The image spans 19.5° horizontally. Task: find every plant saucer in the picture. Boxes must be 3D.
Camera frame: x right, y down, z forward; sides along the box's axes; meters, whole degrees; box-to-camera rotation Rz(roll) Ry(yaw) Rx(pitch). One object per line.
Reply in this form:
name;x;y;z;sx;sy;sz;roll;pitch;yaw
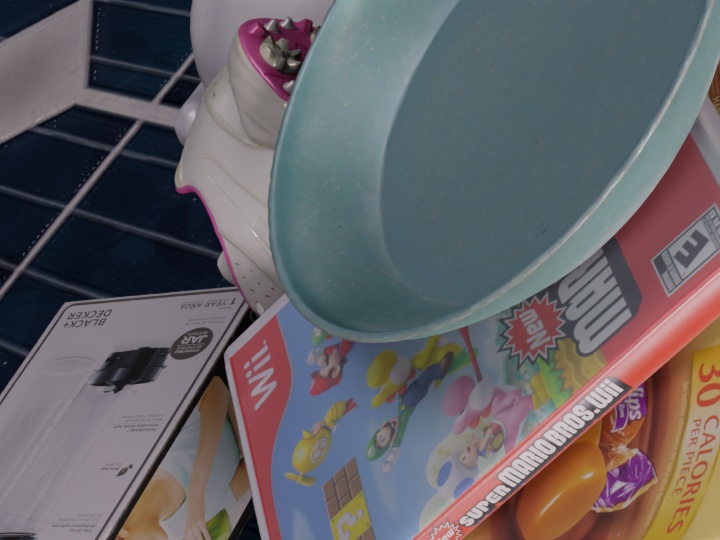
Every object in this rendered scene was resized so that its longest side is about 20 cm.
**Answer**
plant saucer;0.048;-0.062;0.659;0.200;0.036;0.201;-34;40;34

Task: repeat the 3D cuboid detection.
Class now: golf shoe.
golf shoe;0.000;0.000;0.789;0.092;0.075;0.200;-47;64;31

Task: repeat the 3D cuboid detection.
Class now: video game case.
video game case;0.036;0.012;0.667;0.200;0.017;0.143;-44;35;21

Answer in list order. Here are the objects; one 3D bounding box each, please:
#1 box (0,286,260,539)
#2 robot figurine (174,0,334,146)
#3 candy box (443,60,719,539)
box;-0.111;0.097;0.838;0.116;0.060;0.200;-6;38;35
robot figurine;-0.010;-0.112;0.918;0.169;0.113;0.200;-39;7;16
candy box;0.094;0.014;0.659;0.116;0.056;0.201;-19;50;42
